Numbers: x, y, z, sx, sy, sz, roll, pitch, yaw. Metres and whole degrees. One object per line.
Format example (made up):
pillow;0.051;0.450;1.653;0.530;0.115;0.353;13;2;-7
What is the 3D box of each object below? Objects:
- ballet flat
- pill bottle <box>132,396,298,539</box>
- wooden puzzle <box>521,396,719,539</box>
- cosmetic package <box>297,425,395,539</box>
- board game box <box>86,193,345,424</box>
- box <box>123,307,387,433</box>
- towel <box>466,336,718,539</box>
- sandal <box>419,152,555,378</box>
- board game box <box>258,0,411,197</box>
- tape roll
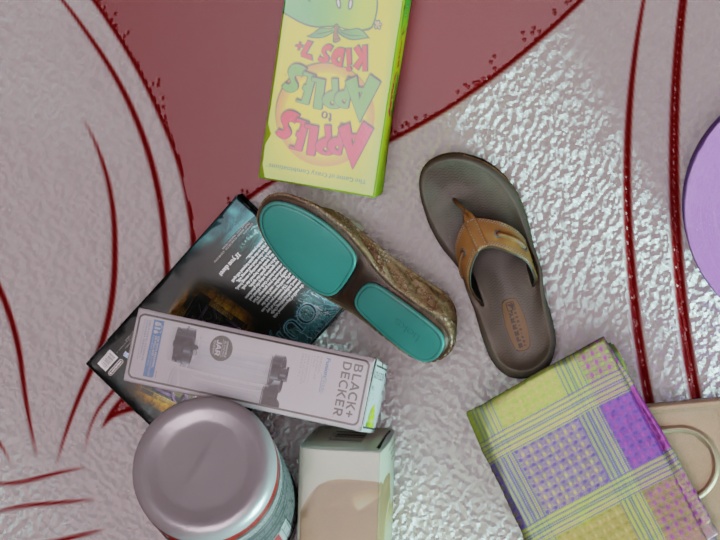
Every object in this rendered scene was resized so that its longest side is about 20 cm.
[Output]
ballet flat;0.000;0.000;1.616;0.200;0.065;0.071;41;122;-3
pill bottle;-0.111;0.185;1.572;0.115;0.200;0.117;-2;69;6
wooden puzzle;0.233;0.203;1.616;0.198;0.046;0.187;-7;95;4
cosmetic package;-0.012;0.238;1.623;0.070;0.105;0.202;2;98;8
board game box;-0.121;0.053;1.657;0.135;0.028;0.200;44;99;2
box;-0.082;0.083;1.578;0.198;0.117;0.061;11;86;5
towel;0.189;0.172;1.582;0.143;0.023;0.201;-29;92;7
sandal;0.107;-0.003;1.605;0.081;0.055;0.202;-17;93;9
board game box;-0.018;-0.169;1.610;0.101;0.048;0.202;10;97;7
tape roll;0.360;-0.052;1.559;0.198;0.066;0.202;1;96;9
